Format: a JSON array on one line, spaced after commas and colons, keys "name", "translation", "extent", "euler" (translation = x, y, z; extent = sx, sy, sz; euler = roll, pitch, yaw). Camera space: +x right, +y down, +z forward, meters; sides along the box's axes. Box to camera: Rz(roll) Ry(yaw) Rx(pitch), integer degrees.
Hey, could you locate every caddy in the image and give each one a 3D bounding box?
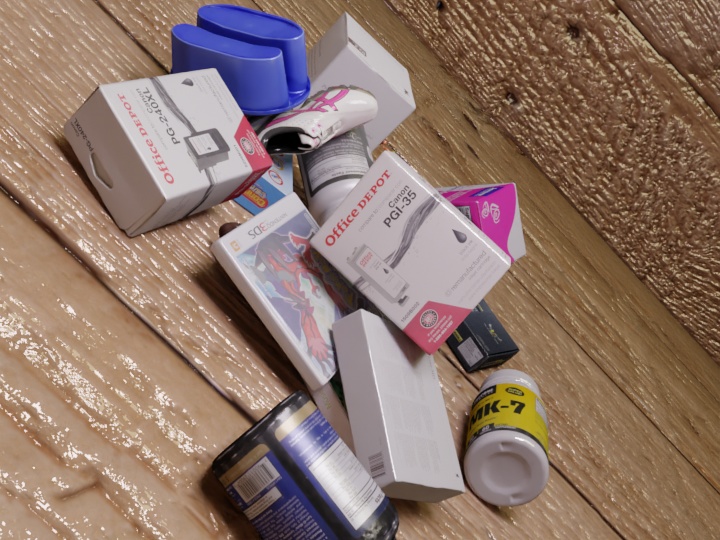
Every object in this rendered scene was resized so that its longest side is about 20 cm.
[{"name": "caddy", "translation": [-0.161, -0.273, 1.123], "extent": [0.198, 0.106, 0.142], "euler": [19, 43, 16]}]

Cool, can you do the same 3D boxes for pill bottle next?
[{"name": "pill bottle", "translation": [0.209, 0.229, 1.191], "extent": [0.114, 0.114, 0.200], "euler": [45, 23, -8]}, {"name": "pill bottle", "translation": [-0.036, 0.220, 0.766], "extent": [0.201, 0.112, 0.112], "euler": [51, 23, 5]}, {"name": "pill bottle", "translation": [-0.030, -0.132, 1.251], "extent": [0.113, 0.113, 0.202], "euler": [21, 46, -47]}]

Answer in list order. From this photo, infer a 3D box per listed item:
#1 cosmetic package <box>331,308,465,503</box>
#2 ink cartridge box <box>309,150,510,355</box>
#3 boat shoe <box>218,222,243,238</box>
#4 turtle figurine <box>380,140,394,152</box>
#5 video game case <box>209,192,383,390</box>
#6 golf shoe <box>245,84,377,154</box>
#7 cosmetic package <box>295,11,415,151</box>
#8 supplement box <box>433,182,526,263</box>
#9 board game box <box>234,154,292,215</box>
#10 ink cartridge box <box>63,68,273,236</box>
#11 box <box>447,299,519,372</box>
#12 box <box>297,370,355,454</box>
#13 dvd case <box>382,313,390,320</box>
[{"name": "cosmetic package", "translation": [0.044, 0.160, 0.974], "extent": [0.150, 0.051, 0.202], "euler": [24, 47, -48]}, {"name": "ink cartridge box", "translation": [0.059, -0.023, 0.999], "extent": [0.200, 0.147, 0.083], "euler": [42, 11, 4]}, {"name": "boat shoe", "translation": [-0.099, -0.023, 1.080], "extent": [0.199, 0.070, 0.071], "euler": [13, 46, -54]}, {"name": "turtle figurine", "translation": [0.089, -0.158, 1.642], "extent": [0.161, 0.064, 0.201], "euler": [41, 14, -37]}, {"name": "video game case", "translation": [-0.068, 0.017, 1.002], "extent": [0.201, 0.023, 0.182], "euler": [55, 33, -5]}, {"name": "golf shoe", "translation": [-0.064, -0.198, 1.173], "extent": [0.073, 0.197, 0.093], "euler": [90, -18, -52]}, {"name": "cosmetic package", "translation": [-0.032, -0.303, 1.473], "extent": [0.164, 0.200, 0.166], "euler": [37, 25, -26]}, {"name": "supplement box", "translation": [0.106, -0.052, 1.122], "extent": [0.101, 0.198, 0.105], "euler": [-26, 111, -47]}, {"name": "board game box", "translation": [-0.187, -0.190, 1.204], "extent": [0.199, 0.056, 0.197], "euler": [37, 26, -26]}, {"name": "ink cartridge box", "translation": [-0.217, -0.143, 0.973], "extent": [0.146, 0.083, 0.200], "euler": [58, 35, 1]}, {"name": "box", "translation": [0.178, 0.076, 1.454], "extent": [0.201, 0.051, 0.157], "euler": [57, 23, 19]}, {"name": "box", "translation": [0.018, 0.166, 1.045], "extent": [0.199, 0.036, 0.145], "euler": [6, 48, -56]}, {"name": "dvd case", "translation": [0.000, 0.000, 1.290], "extent": [0.145, 0.022, 0.201], "euler": [36, 28, -29]}]
